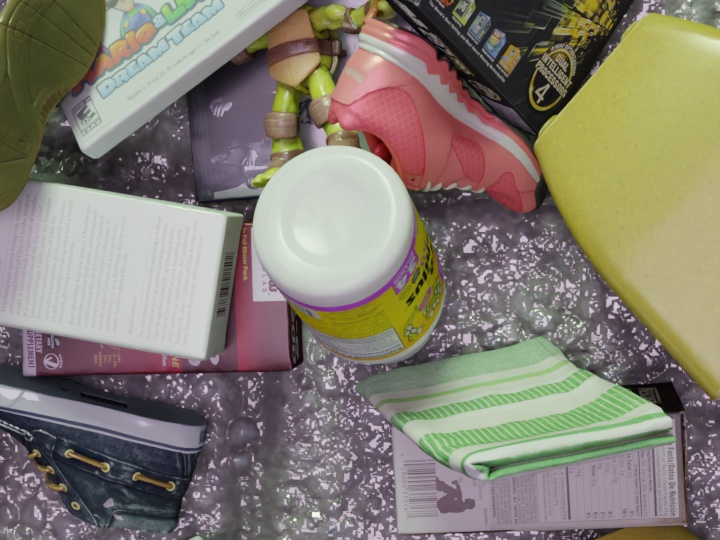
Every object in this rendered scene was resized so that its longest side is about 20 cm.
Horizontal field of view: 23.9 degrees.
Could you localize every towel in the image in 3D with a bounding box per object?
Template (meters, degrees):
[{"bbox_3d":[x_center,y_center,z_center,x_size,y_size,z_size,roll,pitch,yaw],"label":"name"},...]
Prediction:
[{"bbox_3d":[0.098,0.089,1.127,0.151,0.200,0.024,-11,106,-17],"label":"towel"}]

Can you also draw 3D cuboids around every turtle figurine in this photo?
[{"bbox_3d":[-0.051,-0.141,1.182,0.198,0.064,0.163,-10,80,20],"label":"turtle figurine"}]

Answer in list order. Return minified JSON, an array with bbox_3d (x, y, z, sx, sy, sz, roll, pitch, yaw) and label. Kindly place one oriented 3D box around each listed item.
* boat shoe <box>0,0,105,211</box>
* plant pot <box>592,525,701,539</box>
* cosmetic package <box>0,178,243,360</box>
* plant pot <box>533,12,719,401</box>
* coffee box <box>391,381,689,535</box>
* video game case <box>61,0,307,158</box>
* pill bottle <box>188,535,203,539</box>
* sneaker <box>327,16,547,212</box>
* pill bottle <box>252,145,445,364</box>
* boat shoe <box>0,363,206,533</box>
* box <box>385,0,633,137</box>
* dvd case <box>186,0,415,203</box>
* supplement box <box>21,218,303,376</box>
[{"bbox_3d":[-0.234,-0.120,1.135,0.072,0.066,0.202,35,57,-29],"label":"boat shoe"},{"bbox_3d":[0.198,0.256,1.170,0.198,0.200,0.143,-23,68,8],"label":"plant pot"},{"bbox_3d":[-0.188,-0.005,1.170,0.198,0.071,0.103,10,93,6],"label":"cosmetic package"},{"bbox_3d":[0.226,-0.059,1.129,0.200,0.195,0.195,43,98,9],"label":"plant pot"},{"bbox_3d":[0.125,0.130,1.189,0.198,0.113,0.081,-3,95,6],"label":"coffee box"},{"bbox_3d":[-0.144,-0.204,1.182,0.199,0.024,0.183,-35,61,13],"label":"video game case"},{"bbox_3d":[-0.094,0.300,1.228,0.113,0.113,0.201,-36,91,8],"label":"pill bottle"},{"bbox_3d":[0.047,-0.085,1.150,0.200,0.074,0.087,39,85,-38],"label":"sneaker"},{"bbox_3d":[0.000,0.000,1.140,0.103,0.200,0.105,-4,71,11],"label":"pill bottle"},{"bbox_3d":[-0.216,0.130,1.237,0.198,0.071,0.092,15,98,-6],"label":"boat shoe"},{"bbox_3d":[0.107,-0.200,1.112,0.049,0.200,0.162,28,84,38],"label":"box"},{"bbox_3d":[-0.027,-0.131,1.225,0.198,0.025,0.152,-4,95,6],"label":"dvd case"},{"bbox_3d":[-0.143,0.019,1.233,0.197,0.061,0.110,-2,94,6],"label":"supplement box"}]
